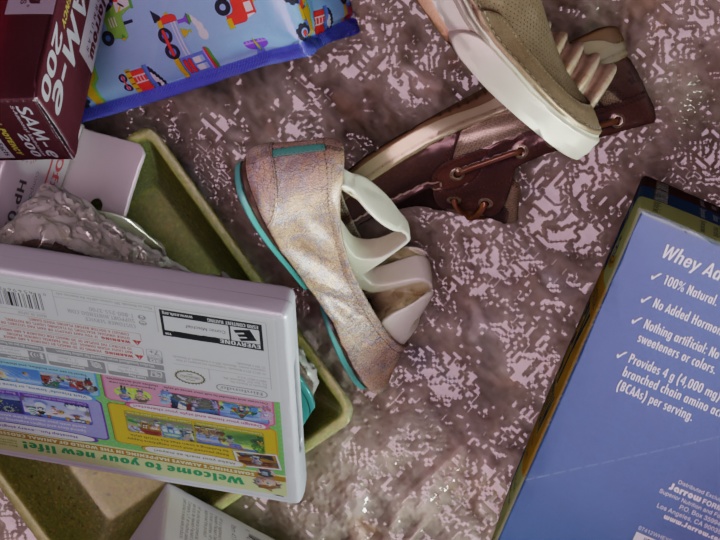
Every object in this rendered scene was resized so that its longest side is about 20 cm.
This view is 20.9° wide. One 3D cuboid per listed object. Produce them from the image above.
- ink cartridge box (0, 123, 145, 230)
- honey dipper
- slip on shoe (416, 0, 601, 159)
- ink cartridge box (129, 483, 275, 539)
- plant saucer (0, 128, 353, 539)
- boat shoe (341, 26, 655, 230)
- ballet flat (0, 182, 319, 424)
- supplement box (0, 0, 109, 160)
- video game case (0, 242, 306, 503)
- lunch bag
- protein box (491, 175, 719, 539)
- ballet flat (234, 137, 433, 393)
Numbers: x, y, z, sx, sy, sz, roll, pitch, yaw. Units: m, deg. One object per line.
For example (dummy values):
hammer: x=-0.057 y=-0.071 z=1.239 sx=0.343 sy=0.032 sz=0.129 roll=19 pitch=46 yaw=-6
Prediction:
ink cartridge box: x=-0.231 y=-0.047 z=1.068 sx=0.200 sy=0.068 sz=0.115 roll=17 pitch=88 yaw=22
honey dipper: x=0.039 y=-0.145 z=0.995 sx=0.200 sy=0.038 sz=0.038 roll=34 pitch=103 yaw=-1
slip on shoe: x=0.057 y=-0.141 z=0.933 sx=0.061 sy=0.076 sz=0.200 roll=-40 pitch=97 yaw=11
ink cartridge box: x=-0.042 y=0.221 z=1.051 sx=0.200 sy=0.146 sz=0.084 roll=30 pitch=107 yaw=-12
plant saucer: x=-0.133 y=0.052 z=1.114 sx=0.200 sy=0.048 sz=0.200 roll=-35 pitch=92 yaw=13
boat shoe: x=0.064 y=-0.056 z=1.053 sx=0.200 sy=0.072 sz=0.072 roll=-28 pitch=92 yaw=7
ballet flat: x=-0.100 y=0.014 z=1.035 sx=0.200 sy=0.072 sz=0.072 roll=33 pitch=105 yaw=-25
supplement box: x=-0.240 y=-0.115 z=1.015 sx=0.200 sy=0.061 sz=0.109 roll=-1 pitch=62 yaw=14
video game case: x=-0.129 y=0.053 z=1.018 sx=0.200 sy=0.022 sz=0.182 roll=8 pitch=144 yaw=7
lunch bag: x=-0.124 y=-0.168 z=1.064 sx=0.200 sy=0.094 sz=0.151 roll=-14 pitch=99 yaw=21
protein box: x=0.198 y=0.086 z=1.018 sx=0.199 sy=0.135 sz=0.200 roll=23 pitch=102 yaw=5
ballet flat: x=0.000 y=0.000 z=1.025 sx=0.067 sy=0.200 sz=0.068 roll=-19 pitch=53 yaw=9
